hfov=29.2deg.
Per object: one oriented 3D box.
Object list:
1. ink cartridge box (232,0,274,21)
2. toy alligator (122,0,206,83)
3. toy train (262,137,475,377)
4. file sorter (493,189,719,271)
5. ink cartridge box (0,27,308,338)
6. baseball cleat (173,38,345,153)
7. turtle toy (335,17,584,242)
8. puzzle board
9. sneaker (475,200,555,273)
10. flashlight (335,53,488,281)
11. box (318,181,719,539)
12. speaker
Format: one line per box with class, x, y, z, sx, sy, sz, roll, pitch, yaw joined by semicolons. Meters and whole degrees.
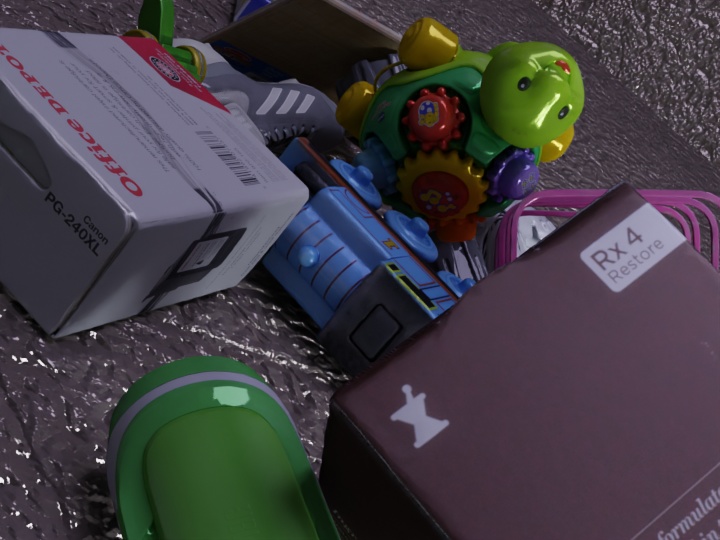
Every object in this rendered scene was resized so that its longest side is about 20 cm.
ink cartridge box;-0.030;-0.203;1.314;0.197;0.047;0.200;36;17;-17
toy alligator;-0.125;-0.086;0.892;0.059;0.054;0.200;5;65;-57
toy train;0.000;0.000;0.886;0.200;0.087;0.114;47;18;15
file sorter;0.154;0.016;0.881;0.139;0.126;0.200;2;-1;2
ink cartridge box;-0.138;-0.055;0.757;0.145;0.083;0.200;45;21;11
baseball cleat;-0.078;-0.099;1.013;0.200;0.070;0.107;16;48;-46
turtle toy;0.074;-0.094;0.948;0.146;0.200;0.101;32;44;-19
puzzle board;-0.024;-0.167;1.125;0.200;0.151;0.017;22;62;-43
sneaker;0.123;-0.017;1.166;0.115;0.075;0.200;26;22;-30
flashlight;0.038;-0.067;1.068;0.068;0.068;0.200;36;35;-64
box;0.091;0.106;0.605;0.164;0.166;0.200;49;-21;18
speaker;-0.046;0.127;0.550;0.088;0.088;0.200;25;26;-37
